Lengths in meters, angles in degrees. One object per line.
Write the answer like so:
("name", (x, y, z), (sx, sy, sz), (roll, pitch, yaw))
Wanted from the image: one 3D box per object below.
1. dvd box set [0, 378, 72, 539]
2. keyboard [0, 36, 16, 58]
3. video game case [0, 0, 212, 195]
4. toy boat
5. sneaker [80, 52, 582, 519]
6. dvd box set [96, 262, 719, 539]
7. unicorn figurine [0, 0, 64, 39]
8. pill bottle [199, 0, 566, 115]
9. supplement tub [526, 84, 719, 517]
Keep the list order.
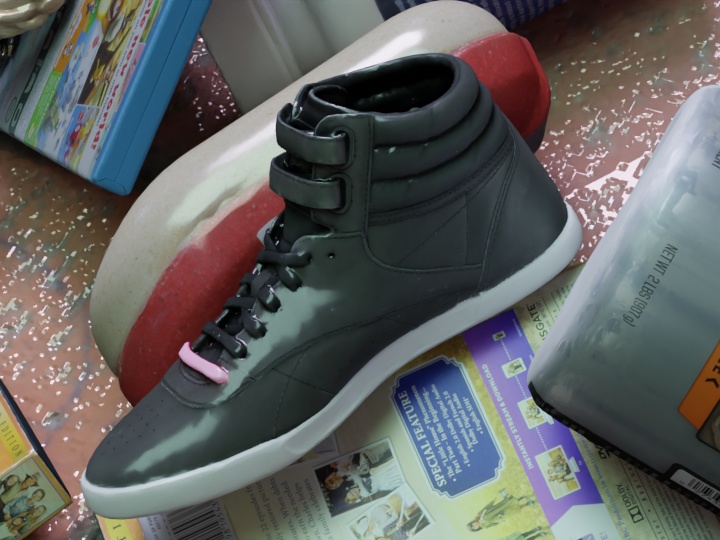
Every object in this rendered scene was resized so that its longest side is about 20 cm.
("dvd box set", (-0.210, 0.113, 0.943), (0.200, 0.029, 0.146), (-36, 23, -7))
("keyboard", (-0.177, -0.158, 1.118), (0.127, 0.021, 0.200), (16, 83, 43))
("video game case", (-0.101, -0.113, 1.015), (0.143, 0.018, 0.200), (-66, 24, 2))
("toy boat", (0.000, 0.000, 0.942), (0.200, 0.131, 0.131), (-34, 80, -5))
("sneaker", (-0.025, -0.002, 0.844), (0.200, 0.099, 0.071), (-34, 28, -13))
("dvd box set", (0.022, 0.102, 0.865), (0.200, 0.029, 0.146), (-25, 68, 1))
("unicorn figurine", (-0.162, -0.179, 1.063), (0.137, 0.074, 0.200), (-29, 72, 23))
("pill bottle", (0.024, -0.141, 1.022), (0.200, 0.111, 0.111), (-28, 51, 0))
("supplement tub", (0.165, 0.038, 0.795), (0.200, 0.123, 0.123), (30, 67, 3))
